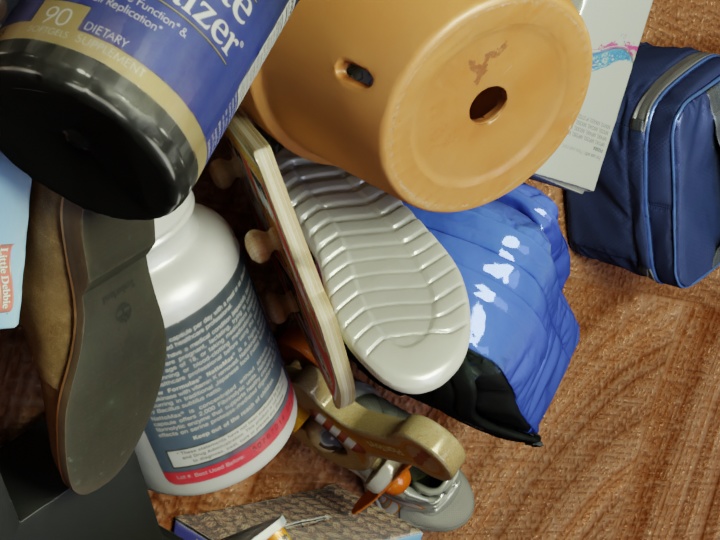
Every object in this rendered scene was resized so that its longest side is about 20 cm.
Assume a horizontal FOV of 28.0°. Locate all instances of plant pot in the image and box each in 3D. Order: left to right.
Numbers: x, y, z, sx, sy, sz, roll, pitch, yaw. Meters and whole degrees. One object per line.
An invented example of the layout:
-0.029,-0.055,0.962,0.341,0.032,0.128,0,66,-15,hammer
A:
0.035,-0.125,0.816,0.200,0.140,0.200,-21,136,-21,plant pot

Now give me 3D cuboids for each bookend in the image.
-0.220,0.129,0.827,0.199,0.092,0.200,-35,126,-34,bookend

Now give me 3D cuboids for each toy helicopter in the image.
0.005,0.116,0.972,0.079,0.200,0.132,-48,117,-22,toy helicopter

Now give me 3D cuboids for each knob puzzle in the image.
-0.050,0.001,0.881,0.030,0.220,0.220,-23,125,-7,knob puzzle

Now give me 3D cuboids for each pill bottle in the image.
-0.120,0.027,0.868,0.120,0.120,0.200,-39,130,-28,pill bottle
-0.091,-0.132,0.689,0.112,0.112,0.200,54,51,-43,pill bottle

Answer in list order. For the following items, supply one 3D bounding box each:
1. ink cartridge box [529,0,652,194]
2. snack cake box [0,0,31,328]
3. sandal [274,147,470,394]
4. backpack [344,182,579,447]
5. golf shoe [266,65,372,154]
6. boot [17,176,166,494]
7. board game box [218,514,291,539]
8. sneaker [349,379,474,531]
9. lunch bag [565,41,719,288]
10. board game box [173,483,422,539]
0.115,-0.169,1.011,0.083,0.146,0.200,11,97,-50,ink cartridge box
-0.222,-0.078,0.726,0.067,0.115,0.200,-6,109,-44,snack cake box
0.007,-0.002,0.877,0.082,0.203,0.050,-18,144,-14,sandal
0.061,0.009,0.993,0.200,0.162,0.168,47,60,-65,backpack
-0.012,-0.135,0.969,0.097,0.078,0.200,-22,126,-61,golf shoe
-0.154,0.025,0.775,0.074,0.075,0.200,-30,131,-51,boot
-0.153,0.228,0.867,0.200,0.200,0.026,-34,90,-36,board game box
0.046,0.161,1.112,0.076,0.092,0.200,-58,137,-11,sneaker
0.259,-0.081,1.207,0.136,0.132,0.200,-34,127,-32,lunch bag
-0.058,0.275,1.047,0.159,0.097,0.200,-4,108,-45,board game box
